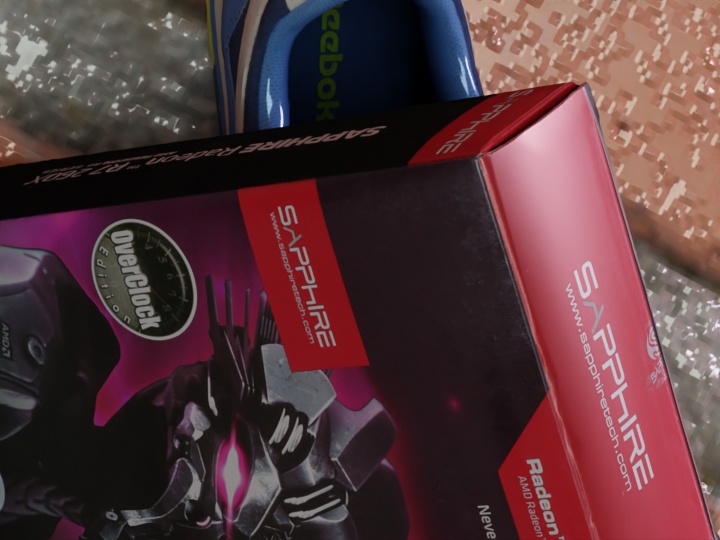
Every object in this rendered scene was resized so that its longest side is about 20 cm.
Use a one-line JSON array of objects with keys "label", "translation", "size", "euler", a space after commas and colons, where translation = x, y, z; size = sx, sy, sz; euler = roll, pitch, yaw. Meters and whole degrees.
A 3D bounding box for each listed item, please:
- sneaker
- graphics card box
[{"label": "sneaker", "translation": [0.000, 0.000, 0.741], "size": [0.074, 0.082, 0.201], "euler": [-12, 106, -13]}, {"label": "graphics card box", "translation": [-0.023, 0.031, 0.694], "size": [0.051, 0.199, 0.126], "euler": [-38, 116, -48]}]
